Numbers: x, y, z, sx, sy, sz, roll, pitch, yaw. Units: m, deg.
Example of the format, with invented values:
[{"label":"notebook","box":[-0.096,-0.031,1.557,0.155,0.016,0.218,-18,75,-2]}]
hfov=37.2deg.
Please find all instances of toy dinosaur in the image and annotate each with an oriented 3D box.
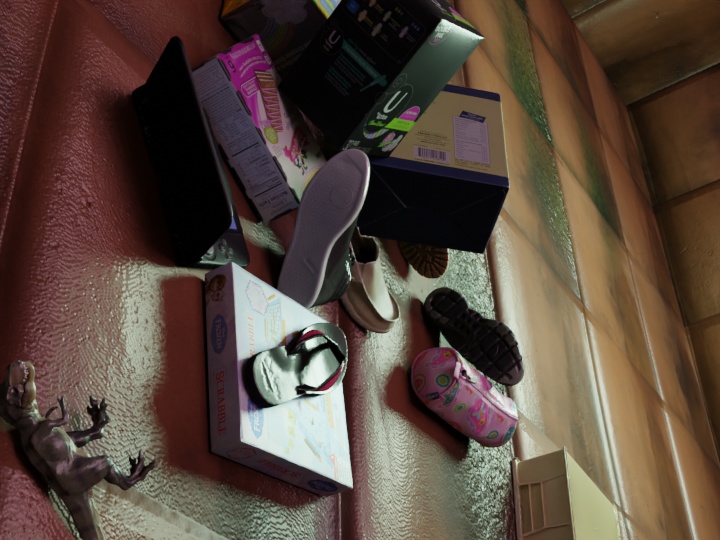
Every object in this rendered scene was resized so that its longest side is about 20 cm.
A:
[{"label":"toy dinosaur","box":[-0.216,0.152,0.844,0.088,0.047,0.201,-37,104,-50]}]

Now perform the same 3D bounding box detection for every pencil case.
[{"label":"pencil case","box":[0.150,0.180,1.510,0.200,0.087,0.088,43,34,-44]}]

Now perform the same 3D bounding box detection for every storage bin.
[{"label":"storage bin","box":[0.326,0.412,1.659,0.200,0.093,0.200,48,31,-35]}]

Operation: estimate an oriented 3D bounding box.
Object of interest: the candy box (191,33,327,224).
[{"label":"candy box","box":[-0.120,-0.173,1.296,0.201,0.061,0.136,61,25,-13]}]

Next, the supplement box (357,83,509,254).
[{"label":"supplement box","box":[0.093,-0.154,1.508,0.198,0.135,0.201,9,47,-7]}]

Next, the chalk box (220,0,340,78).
[{"label":"chalk box","box":[-0.076,-0.328,1.445,0.200,0.124,0.124,48,31,-37]}]

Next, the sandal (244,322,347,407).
[{"label":"sandal","box":[-0.051,0.098,1.120,0.200,0.045,0.076,-19,86,-65]}]

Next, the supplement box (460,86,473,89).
[{"label":"supplement box","box":[0.141,-0.191,1.709,0.069,0.066,0.202,-124,-144,-69]}]

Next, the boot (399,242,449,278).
[{"label":"boot","box":[0.096,-0.082,1.648,0.107,0.075,0.201,6,63,-68]}]

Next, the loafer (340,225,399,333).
[{"label":"loafer","box":[0.000,0.000,1.381,0.200,0.068,0.076,53,28,-28]}]

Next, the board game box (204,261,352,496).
[{"label":"board game box","box":[-0.086,0.119,1.137,0.199,0.041,0.201,36,39,-49]}]

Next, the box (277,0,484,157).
[{"label":"box","box":[0.026,-0.257,1.315,0.124,0.200,0.148,46,20,17]}]

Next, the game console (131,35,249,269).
[{"label":"game console","box":[-0.154,-0.114,1.112,0.176,0.116,0.202,6,64,-62]}]

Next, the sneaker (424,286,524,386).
[{"label":"sneaker","box":[0.176,0.102,1.579,0.200,0.075,0.079,48,-8,37]}]

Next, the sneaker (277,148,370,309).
[{"label":"sneaker","box":[-0.033,-0.046,1.274,0.201,0.070,0.099,-68,163,4]}]
